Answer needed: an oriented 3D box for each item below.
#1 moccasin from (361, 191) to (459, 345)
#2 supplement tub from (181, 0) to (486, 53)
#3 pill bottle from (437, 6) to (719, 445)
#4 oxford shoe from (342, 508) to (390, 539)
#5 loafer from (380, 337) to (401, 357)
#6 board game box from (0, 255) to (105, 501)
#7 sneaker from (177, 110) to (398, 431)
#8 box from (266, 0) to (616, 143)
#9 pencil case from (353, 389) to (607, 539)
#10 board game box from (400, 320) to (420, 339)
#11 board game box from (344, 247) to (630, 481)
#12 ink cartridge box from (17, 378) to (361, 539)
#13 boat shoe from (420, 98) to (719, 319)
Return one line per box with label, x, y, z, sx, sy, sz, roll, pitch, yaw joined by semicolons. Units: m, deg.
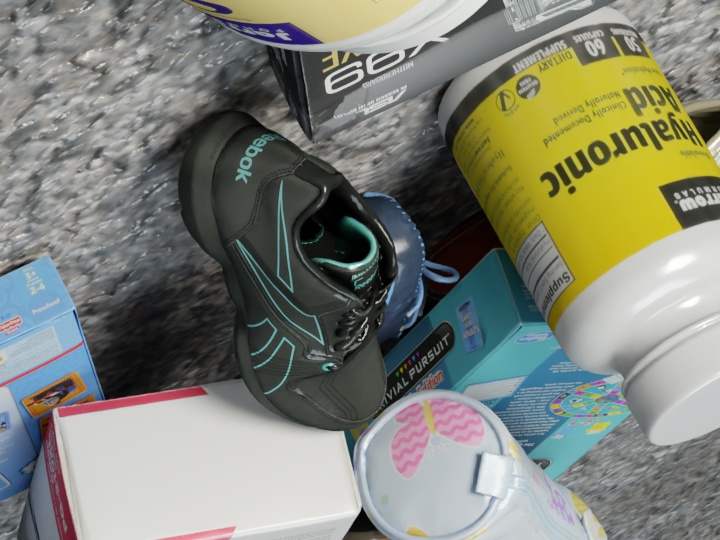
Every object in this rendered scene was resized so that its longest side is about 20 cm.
moccasin;0.000;0.000;1.531;0.068;0.081;0.200;-25;173;-20
supplement tub;-0.030;-0.157;1.014;0.145;0.146;0.200;-34;158;15
pill bottle;0.128;-0.020;1.446;0.111;0.200;0.111;-25;159;-10
oxford shoe;0.002;0.159;1.653;0.071;0.071;0.200;-1;176;0
loafer;-0.048;0.100;1.682;0.200;0.070;0.070;-41;168;31
board game box;-0.203;0.074;1.479;0.151;0.037;0.200;-25;158;-8
sneaker;-0.021;0.012;1.399;0.075;0.079;0.200;-56;142;-27
box;0.052;-0.145;1.274;0.200;0.050;0.158;-26;159;-8
pencil case;0.066;0.127;1.552;0.083;0.091;0.200;-63;153;-9
board game box;0.066;0.088;1.808;0.200;0.062;0.200;-17;157;-27
board game box;0.087;0.054;1.584;0.151;0.047;0.200;-1;151;-34
ink cartridge box;-0.094;0.131;1.545;0.145;0.084;0.200;-8;159;-16
boat shoe;0.116;-0.031;1.586;0.200;0.071;0.063;-24;148;0
